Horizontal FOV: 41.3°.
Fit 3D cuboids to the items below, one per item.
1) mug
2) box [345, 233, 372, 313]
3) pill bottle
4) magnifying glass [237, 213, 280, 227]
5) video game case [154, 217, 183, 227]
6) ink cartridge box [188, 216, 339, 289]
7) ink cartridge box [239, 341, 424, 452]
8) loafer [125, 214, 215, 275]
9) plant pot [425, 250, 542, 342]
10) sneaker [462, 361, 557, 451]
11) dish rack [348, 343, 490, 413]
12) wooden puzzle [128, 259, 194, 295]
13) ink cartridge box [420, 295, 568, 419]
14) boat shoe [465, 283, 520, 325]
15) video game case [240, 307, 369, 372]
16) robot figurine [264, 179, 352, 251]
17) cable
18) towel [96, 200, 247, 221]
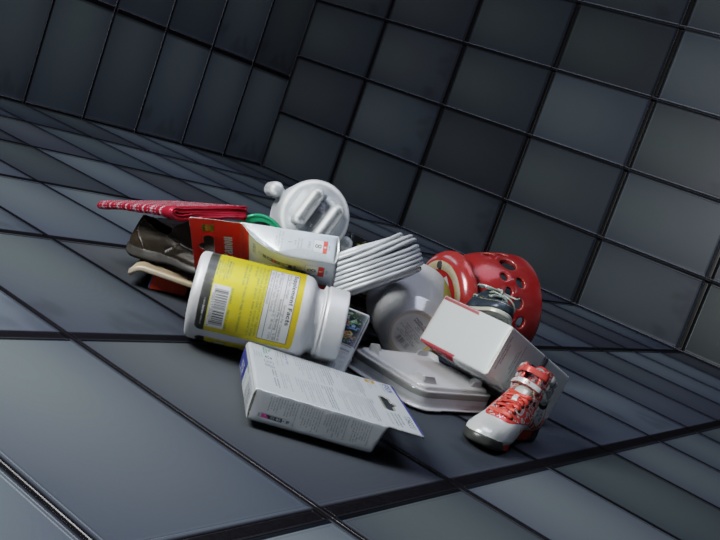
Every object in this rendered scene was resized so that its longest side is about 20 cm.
[{"bbox_3d":[0.101,0.080,1.584,0.184,0.151,0.153,5,17,-2],"label":"mug"},{"bbox_3d":[0.006,0.014,1.713,0.199,0.046,0.158,24,-35,-36],"label":"box"},{"bbox_3d":[-0.119,0.052,1.231,0.198,0.116,0.114,14,9,-6],"label":"pill bottle"},{"bbox_3d":[-0.127,0.007,1.453,0.201,0.079,0.022,62,-1,-6],"label":"magnifying glass"},{"bbox_3d":[-0.238,-0.049,1.598,0.180,0.024,0.200,6,-9,1],"label":"video game case"},{"bbox_3d":[-0.132,-0.005,1.291,0.198,0.051,0.163,5,-26,-4],"label":"ink cartridge box"},{"bbox_3d":[-0.041,0.152,1.118,0.198,0.044,0.196,20,6,-12],"label":"ink cartridge box"},{"bbox_3d":[-0.254,-0.038,1.409,0.198,0.072,0.073,12,10,12],"label":"loafer"},{"bbox_3d":[0.213,0.063,1.796,0.181,0.203,0.200,4,16,-33],"label":"plant pot"},{"bbox_3d":[0.208,0.180,1.306,0.067,0.109,0.201,25,10,30],"label":"sneaker"},{"bbox_3d":[0.092,0.156,1.414,0.171,0.044,0.199,27,10,42],"label":"dish rack"},{"bbox_3d":[-0.250,0.019,1.482,0.198,0.047,0.185,15,9,-5],"label":"wooden puzzle"},{"bbox_3d":[0.209,0.136,1.466,0.144,0.084,0.200,26,-9,46],"label":"ink cartridge box"},{"bbox_3d":[0.209,0.059,1.531,0.074,0.062,0.200,31,-8,2],"label":"boat shoe"},{"bbox_3d":[-0.099,0.077,1.344,0.198,0.024,0.182,21,28,5],"label":"video game case"},{"bbox_3d":[-0.083,-0.083,1.522,0.169,0.113,0.200,43,-9,-11],"label":"robot figurine"},{"bbox_3d":[0.000,0.000,1.490,0.198,0.070,0.200,-18,-1,-27],"label":"cable"},{"bbox_3d":[-0.280,-0.090,1.423,0.199,0.023,0.144,8,7,43],"label":"towel"}]
